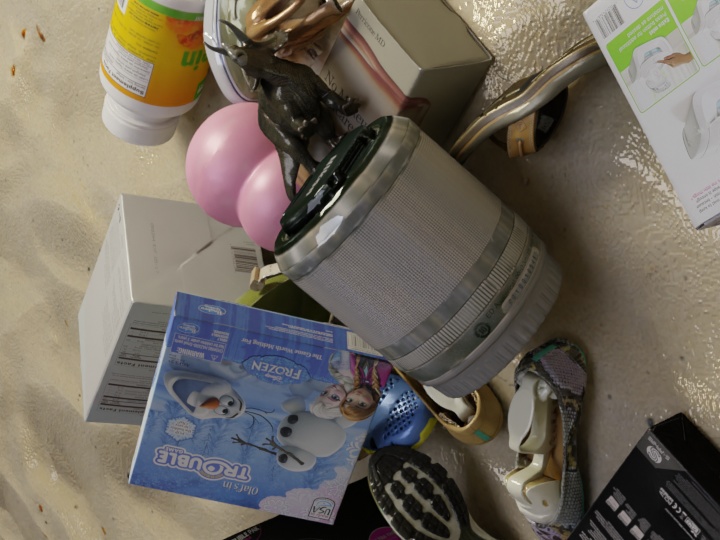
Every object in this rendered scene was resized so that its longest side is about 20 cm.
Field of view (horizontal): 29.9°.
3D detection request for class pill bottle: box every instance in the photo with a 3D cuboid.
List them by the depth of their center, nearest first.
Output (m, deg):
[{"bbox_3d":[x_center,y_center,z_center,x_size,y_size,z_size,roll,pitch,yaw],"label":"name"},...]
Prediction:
[{"bbox_3d":[-0.210,-0.231,1.412,0.111,0.111,0.200,49,135,27],"label":"pill bottle"}]

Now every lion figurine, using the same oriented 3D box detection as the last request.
[{"bbox_3d":[-0.063,-0.228,1.206,0.122,0.200,0.073,-25,88,17],"label":"lion figurine"}]

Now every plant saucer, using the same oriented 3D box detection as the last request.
[{"bbox_3d":[-0.105,0.079,1.322,0.031,0.200,0.200,36,129,23],"label":"plant saucer"}]

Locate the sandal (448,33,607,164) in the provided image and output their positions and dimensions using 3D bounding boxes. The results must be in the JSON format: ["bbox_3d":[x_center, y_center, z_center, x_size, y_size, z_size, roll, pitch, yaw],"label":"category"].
[{"bbox_3d":[0.140,-0.125,1.074,0.054,0.080,0.200,51,136,-7],"label":"sandal"}]

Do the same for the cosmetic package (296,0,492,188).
[{"bbox_3d":[0.018,-0.141,1.191,0.103,0.087,0.200,53,137,25],"label":"cosmetic package"}]

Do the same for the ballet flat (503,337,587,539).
[{"bbox_3d":[0.151,0.156,1.152,0.072,0.072,0.201,20,117,45],"label":"ballet flat"}]

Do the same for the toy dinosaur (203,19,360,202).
[{"bbox_3d":[-0.057,-0.136,1.164,0.102,0.077,0.200,45,166,27],"label":"toy dinosaur"}]

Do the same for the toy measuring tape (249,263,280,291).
[{"bbox_3d":[0.000,0.000,1.234,0.199,0.074,0.074,-18,88,15],"label":"toy measuring tape"}]

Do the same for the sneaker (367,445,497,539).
[{"bbox_3d":[0.071,0.250,1.253,0.200,0.077,0.089,49,155,0],"label":"sneaker"}]

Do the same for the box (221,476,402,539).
[{"bbox_3d":[-0.026,0.316,1.313,0.148,0.200,0.125,41,132,33],"label":"box"}]

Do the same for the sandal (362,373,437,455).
[{"bbox_3d":[-0.011,0.117,1.302,0.200,0.080,0.087,17,158,43],"label":"sandal"}]

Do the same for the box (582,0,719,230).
[{"bbox_3d":[0.272,-0.151,0.878,0.200,0.097,0.177,-39,73,49],"label":"box"}]

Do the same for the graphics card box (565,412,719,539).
[{"bbox_3d":[0.239,0.225,1.084,0.126,0.051,0.200,49,136,28],"label":"graphics card box"}]

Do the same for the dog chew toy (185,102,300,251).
[{"bbox_3d":[-0.076,-0.076,1.308,0.200,0.124,0.125,38,130,25],"label":"dog chew toy"}]

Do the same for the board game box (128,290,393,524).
[{"bbox_3d":[-0.093,0.130,1.230,0.043,0.199,0.199,-93,19,-57],"label":"board game box"}]

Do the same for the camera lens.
[{"bbox_3d":[0.043,-0.013,1.094,0.200,0.160,0.160,40,141,-11],"label":"camera lens"}]

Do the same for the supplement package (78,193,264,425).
[{"bbox_3d":[-0.202,0.048,1.434,0.200,0.150,0.152,119,149,-41],"label":"supplement package"}]

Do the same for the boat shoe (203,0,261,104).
[{"bbox_3d":[-0.112,-0.261,1.319,0.062,0.072,0.201,6,107,43],"label":"boat shoe"}]

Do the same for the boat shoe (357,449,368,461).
[{"bbox_3d":[-0.053,0.172,1.407,0.200,0.074,0.069,10,124,47],"label":"boat shoe"}]

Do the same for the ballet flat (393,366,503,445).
[{"bbox_3d":[0.057,0.074,1.234,0.069,0.063,0.200,-47,66,9],"label":"ballet flat"}]
